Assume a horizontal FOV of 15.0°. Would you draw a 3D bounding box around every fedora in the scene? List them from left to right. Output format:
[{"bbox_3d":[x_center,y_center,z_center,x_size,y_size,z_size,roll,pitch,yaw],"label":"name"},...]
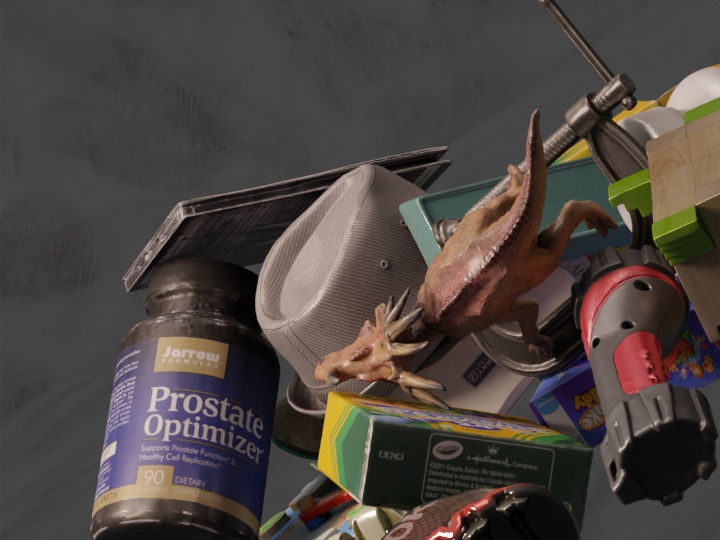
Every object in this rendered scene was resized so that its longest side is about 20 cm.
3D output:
[{"bbox_3d":[0.000,0.000,1.780,0.177,0.090,0.200,-19,34,52],"label":"fedora"}]

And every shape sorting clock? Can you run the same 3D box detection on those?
[{"bbox_3d":[-0.028,0.169,1.842,0.200,0.039,0.200,-34,7,5],"label":"shape sorting clock"}]

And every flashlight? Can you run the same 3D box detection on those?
[{"bbox_3d":[0.159,0.054,1.502,0.068,0.068,0.200,2,24,-5],"label":"flashlight"}]

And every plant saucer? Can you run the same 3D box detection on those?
[{"bbox_3d":[0.128,-0.040,1.751,0.200,0.070,0.019,-13,-30,-23],"label":"plant saucer"}]

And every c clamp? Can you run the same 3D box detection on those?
[{"bbox_3d":[0.112,-0.039,1.645,0.200,0.171,0.027,-49,-14,32],"label":"c clamp"}]

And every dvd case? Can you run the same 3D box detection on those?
[{"bbox_3d":[-0.051,-0.035,1.880,0.200,0.016,0.149,-12,-15,-24],"label":"dvd case"}]

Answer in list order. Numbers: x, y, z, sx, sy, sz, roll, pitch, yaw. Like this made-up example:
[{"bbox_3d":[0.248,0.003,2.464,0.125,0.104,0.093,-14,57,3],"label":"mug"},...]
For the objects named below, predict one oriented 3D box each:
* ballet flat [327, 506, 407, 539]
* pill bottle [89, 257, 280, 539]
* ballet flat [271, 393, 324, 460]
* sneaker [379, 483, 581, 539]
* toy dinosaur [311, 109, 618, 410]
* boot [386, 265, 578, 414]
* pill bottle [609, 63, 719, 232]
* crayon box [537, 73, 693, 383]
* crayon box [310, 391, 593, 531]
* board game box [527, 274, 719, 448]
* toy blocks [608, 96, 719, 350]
[{"bbox_3d":[0.013,0.167,1.559,0.069,0.069,0.200,-30,8,34],"label":"ballet flat"},{"bbox_3d":[-0.113,0.099,1.832,0.112,0.112,0.200,-27,47,46],"label":"pill bottle"},{"bbox_3d":[-0.008,0.091,1.962,0.062,0.067,0.200,-65,-18,12],"label":"ballet flat"},{"bbox_3d":[0.021,0.177,1.436,0.200,0.071,0.098,-33,7,-3],"label":"sneaker"},{"bbox_3d":[0.064,0.007,1.582,0.136,0.086,0.200,-27,-26,-44],"label":"toy dinosaur"},{"bbox_3d":[0.070,0.079,1.783,0.200,0.073,0.090,-43,-9,-1],"label":"boot"},{"bbox_3d":[0.256,-0.079,1.671,0.200,0.113,0.113,-17,0,-23],"label":"pill bottle"},{"bbox_3d":[0.175,-0.027,1.865,0.200,0.127,0.051,-34,7,-5],"label":"crayon box"},{"bbox_3d":[0.048,0.107,1.576,0.126,0.052,0.200,8,0,-9],"label":"crayon box"},{"bbox_3d":[0.192,0.033,1.707,0.134,0.045,0.200,-31,8,26],"label":"board game box"},{"bbox_3d":[0.211,-0.001,1.518,0.100,0.137,0.200,-24,15,12],"label":"toy blocks"}]
